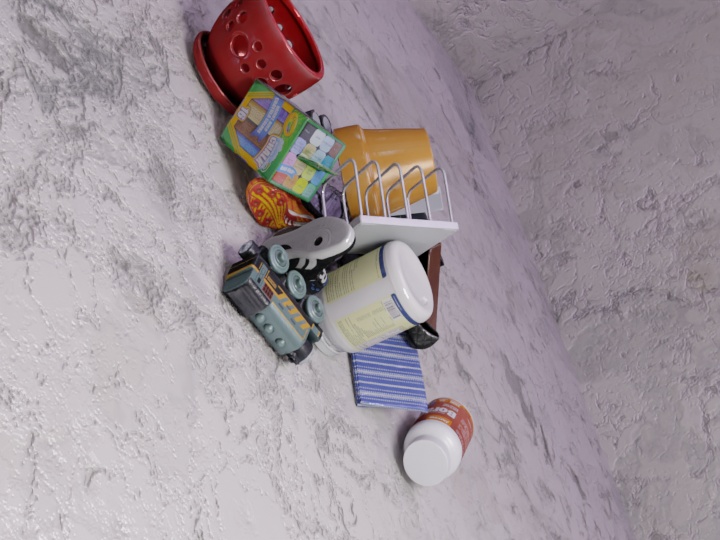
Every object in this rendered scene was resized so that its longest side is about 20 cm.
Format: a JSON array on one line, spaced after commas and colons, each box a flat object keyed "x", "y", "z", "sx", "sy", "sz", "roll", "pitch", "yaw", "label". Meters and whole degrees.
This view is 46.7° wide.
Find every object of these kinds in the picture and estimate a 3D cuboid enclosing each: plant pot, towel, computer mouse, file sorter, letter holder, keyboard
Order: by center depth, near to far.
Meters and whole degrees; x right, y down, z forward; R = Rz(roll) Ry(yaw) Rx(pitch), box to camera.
[{"x": 0.044, "y": -0.108, "z": 1.440, "sx": 0.196, "sy": 0.138, "sz": 0.128, "roll": 1, "pitch": 70, "yaw": -30, "label": "file sorter"}, {"x": -0.032, "y": -0.080, "z": 1.486, "sx": 0.200, "sy": 0.034, "sz": 0.059, "roll": 44, "pitch": 56, "yaw": -10, "label": "computer mouse"}, {"x": -0.187, "y": -0.389, "z": 1.505, "sx": 0.201, "sy": 0.180, "sz": 0.203, "roll": 49, "pitch": 24, "yaw": -31, "label": "plant pot"}, {"x": 0.045, "y": 0.166, "z": 1.535, "sx": 0.141, "sy": 0.024, "sz": 0.203, "roll": 9, "pitch": 50, "yaw": -22, "label": "towel"}, {"x": 0.053, "y": -0.197, "z": 1.647, "sx": 0.200, "sy": 0.179, "sz": 0.205, "roll": -12, "pitch": 90, "yaw": -88, "label": "plant pot"}, {"x": 0.091, "y": 0.049, "z": 1.650, "sx": 0.142, "sy": 0.098, "sz": 0.206, "roll": -25, "pitch": 119, "yaw": -68, "label": "letter holder"}, {"x": 0.074, "y": -0.142, "z": 1.750, "sx": 0.011, "sy": 0.195, "sz": 0.058, "roll": 92, "pitch": -9, "yaw": -73, "label": "keyboard"}]

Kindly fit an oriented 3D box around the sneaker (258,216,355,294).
[{"x": -0.066, "y": -0.018, "z": 1.339, "sx": 0.112, "sy": 0.197, "sz": 0.074, "roll": 44, "pitch": 49, "yaw": -38, "label": "sneaker"}]

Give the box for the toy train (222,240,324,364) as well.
[{"x": -0.129, "y": 0.052, "z": 1.279, "sx": 0.202, "sy": 0.084, "sz": 0.115, "roll": 55, "pitch": 34, "yaw": -26, "label": "toy train"}]

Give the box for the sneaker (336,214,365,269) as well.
[{"x": 0.000, "y": 0.000, "z": 1.549, "sx": 0.073, "sy": 0.087, "sz": 0.204, "roll": -1, "pitch": 67, "yaw": -36, "label": "sneaker"}]

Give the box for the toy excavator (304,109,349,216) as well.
[{"x": -0.090, "y": -0.200, "z": 1.671, "sx": 0.194, "sy": 0.098, "sz": 0.205, "roll": -8, "pitch": 85, "yaw": -72, "label": "toy excavator"}]

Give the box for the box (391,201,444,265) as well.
[{"x": 0.076, "y": -0.087, "z": 1.806, "sx": 0.107, "sy": 0.145, "sz": 0.204, "roll": 49, "pitch": 21, "yaw": -68, "label": "box"}]

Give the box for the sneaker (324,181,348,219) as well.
[{"x": -0.114, "y": -0.155, "z": 1.574, "sx": 0.200, "sy": 0.081, "sz": 0.074, "roll": 47, "pitch": 59, "yaw": -1, "label": "sneaker"}]

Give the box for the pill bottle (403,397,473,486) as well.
[{"x": 0.143, "y": 0.320, "z": 1.559, "sx": 0.114, "sy": 0.111, "sz": 0.200, "roll": 62, "pitch": 20, "yaw": -1, "label": "pill bottle"}]

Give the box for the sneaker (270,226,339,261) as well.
[{"x": -0.090, "y": -0.029, "z": 1.481, "sx": 0.198, "sy": 0.086, "sz": 0.073, "roll": -10, "pitch": 45, "yaw": -47, "label": "sneaker"}]

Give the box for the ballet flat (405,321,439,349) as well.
[{"x": 0.086, "y": 0.051, "z": 1.559, "sx": 0.203, "sy": 0.056, "sz": 0.066, "roll": 64, "pitch": 23, "yaw": -3, "label": "ballet flat"}]

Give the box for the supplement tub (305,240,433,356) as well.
[{"x": 0.011, "y": 0.052, "z": 1.431, "sx": 0.145, "sy": 0.197, "sz": 0.147, "roll": 49, "pitch": 27, "yaw": -35, "label": "supplement tub"}]

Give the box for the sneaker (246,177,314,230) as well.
[{"x": -0.148, "y": -0.115, "z": 1.462, "sx": 0.078, "sy": 0.072, "sz": 0.200, "roll": 57, "pitch": 8, "yaw": 28, "label": "sneaker"}]

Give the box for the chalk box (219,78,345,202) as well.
[{"x": -0.119, "y": -0.206, "z": 1.409, "sx": 0.200, "sy": 0.125, "sz": 0.124, "roll": 42, "pitch": 10, "yaw": 34, "label": "chalk box"}]
